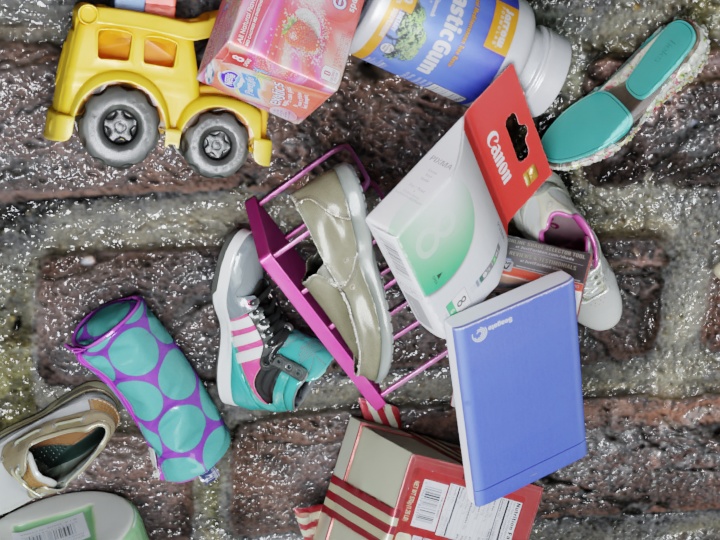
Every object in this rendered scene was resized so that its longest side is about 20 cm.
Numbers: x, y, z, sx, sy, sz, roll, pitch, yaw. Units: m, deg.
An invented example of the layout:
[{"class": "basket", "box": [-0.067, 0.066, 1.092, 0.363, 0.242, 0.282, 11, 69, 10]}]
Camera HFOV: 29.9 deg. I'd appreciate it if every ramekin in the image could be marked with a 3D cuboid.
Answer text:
[{"class": "ramekin", "box": [-0.301, 0.309, 1.369, 0.198, 0.200, 0.098, -12, 109, -4]}]

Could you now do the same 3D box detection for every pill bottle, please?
[{"class": "pill bottle", "box": [0.089, -0.215, 1.232, 0.199, 0.112, 0.113, 21, 110, -18]}]

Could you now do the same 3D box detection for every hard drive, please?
[{"class": "hard drive", "box": [0.149, 0.113, 1.269, 0.131, 0.025, 0.201, -22, 121, -21]}]

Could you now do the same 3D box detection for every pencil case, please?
[{"class": "pencil case", "box": [-0.208, 0.123, 1.354, 0.092, 0.085, 0.201, -41, 119, -23]}]

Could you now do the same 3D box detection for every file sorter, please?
[{"class": "file sorter", "box": [0.000, 0.000, 1.304, 0.125, 0.139, 0.200, -34, 116, 5]}]

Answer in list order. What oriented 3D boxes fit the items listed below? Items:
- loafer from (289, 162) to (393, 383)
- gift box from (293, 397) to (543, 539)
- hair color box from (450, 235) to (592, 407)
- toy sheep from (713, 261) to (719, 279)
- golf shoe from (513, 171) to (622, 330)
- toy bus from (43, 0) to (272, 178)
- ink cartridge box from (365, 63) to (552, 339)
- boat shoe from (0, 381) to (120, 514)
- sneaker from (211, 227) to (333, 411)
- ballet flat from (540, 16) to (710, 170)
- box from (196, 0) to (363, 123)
[{"class": "loafer", "box": [-0.018, 0.006, 1.194, 0.069, 0.075, 0.201, -13, 104, -4]}, {"class": "gift box", "box": [0.050, 0.247, 1.387, 0.199, 0.187, 0.186, 23, 87, -22]}, {"class": "hair color box", "box": [0.159, 0.063, 1.355, 0.110, 0.064, 0.201, 13, 132, 10]}, {"class": "toy sheep", "box": [0.431, -0.061, 1.358, 0.138, 0.138, 0.200, 39, 114, -24]}, {"class": "golf shoe", "box": [0.215, -0.005, 1.367, 0.075, 0.092, 0.200, -34, 118, 4]}, {"class": "toy bus", "box": [-0.171, -0.187, 1.201, 0.198, 0.136, 0.194, 7, 98, -16]}, {"class": "ink cartridge box", "box": [0.105, -0.058, 1.205, 0.200, 0.050, 0.161, -45, 141, -13]}, {"class": "boat shoe", "box": [-0.331, 0.193, 1.375, 0.200, 0.068, 0.075, -40, 115, 10]}, {"class": "sneaker", "box": [-0.080, 0.060, 1.324, 0.120, 0.084, 0.201, 13, 124, 19]}, {"class": "ballet flat", "box": [0.265, -0.161, 1.318, 0.200, 0.076, 0.064, -40, 149, 15]}, {"class": "box", "box": [-0.054, -0.243, 1.140, 0.102, 0.095, 0.201, 22, 71, -17]}]
